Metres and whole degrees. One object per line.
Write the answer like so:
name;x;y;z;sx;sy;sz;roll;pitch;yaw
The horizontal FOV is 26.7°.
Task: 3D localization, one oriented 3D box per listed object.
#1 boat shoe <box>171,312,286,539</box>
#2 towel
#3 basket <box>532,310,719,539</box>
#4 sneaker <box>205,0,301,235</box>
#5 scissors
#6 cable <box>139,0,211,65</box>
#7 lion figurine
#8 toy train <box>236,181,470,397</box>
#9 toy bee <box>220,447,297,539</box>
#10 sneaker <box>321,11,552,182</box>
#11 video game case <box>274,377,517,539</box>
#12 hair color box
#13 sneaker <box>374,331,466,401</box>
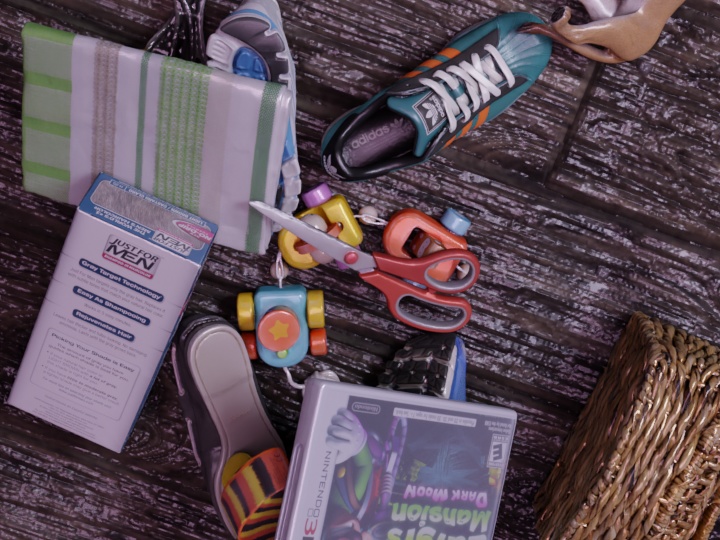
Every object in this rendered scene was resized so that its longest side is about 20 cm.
boat shoe;-0.105;0.123;1.214;0.067;0.057;0.201;-21;115;-21
towel;-0.152;-0.098;1.112;0.199;0.031;0.150;16;127;6
basket;0.243;0.157;1.173;0.149;0.143;0.200;25;103;-5
sneaker;-0.075;-0.118;1.146;0.075;0.087;0.200;7;127;1
scissors;0.000;0.000;1.140;0.199;0.014;0.073;13;118;-21
cable;-0.132;-0.175;1.138;0.097;0.050;0.201;19;106;-5
lion figurine;0.222;-0.212;1.121;0.200;0.073;0.122;-40;129;18
toy train;-0.009;0.018;1.185;0.150;0.056;0.200;36;101;-8
toy bee;-0.065;0.214;1.162;0.109;0.131;0.200;-32;126;0
sneaker;0.060;-0.123;1.135;0.200;0.080;0.071;-33;102;5
video game case;0.025;0.181;1.125;0.200;0.023;0.182;12;89;-39
hair color box;-0.189;0.035;1.153;0.100;0.061;0.200;25;124;-4
sneaker;0.058;0.147;1.212;0.089;0.078;0.201;6;93;-44
